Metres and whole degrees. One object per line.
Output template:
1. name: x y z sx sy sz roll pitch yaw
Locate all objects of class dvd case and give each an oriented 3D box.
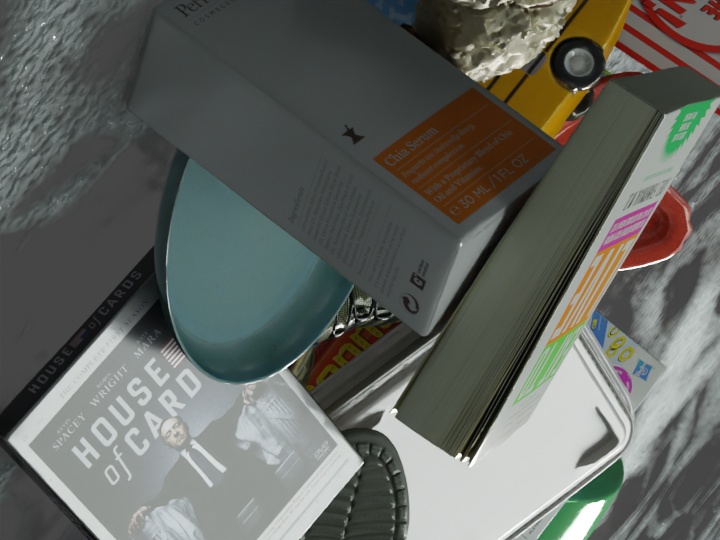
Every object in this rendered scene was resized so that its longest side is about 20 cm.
1. dvd case: -0.099 0.099 1.683 0.150 0.025 0.200 -49 127 -15

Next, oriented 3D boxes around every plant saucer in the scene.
1. plant saucer: -0.052 -0.037 1.631 0.200 0.027 0.200 -34 134 -45

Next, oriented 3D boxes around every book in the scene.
1. book: 0.103 -0.008 1.484 0.200 0.048 0.134 -60 165 17

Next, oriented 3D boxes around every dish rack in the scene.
1. dish rack: 0.072 0.102 1.874 0.200 0.044 0.172 -36 117 -6

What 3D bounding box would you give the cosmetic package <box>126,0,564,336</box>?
1. cosmetic package: -0.006 -0.069 1.483 0.101 0.200 0.071 -38 157 -41

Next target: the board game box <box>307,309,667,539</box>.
1. board game box: 0.061 0.079 1.951 0.200 0.196 0.056 -52 -173 -4

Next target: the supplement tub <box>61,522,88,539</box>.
1. supplement tub: -0.129 0.226 1.839 0.144 0.144 0.200 -36 156 -43

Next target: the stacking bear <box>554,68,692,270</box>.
1. stacking bear: 0.117 -0.090 1.829 0.114 0.200 0.122 -15 116 -3

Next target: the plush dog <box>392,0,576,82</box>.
1. plush dog: 0.081 -0.175 1.574 0.200 0.160 0.172 -42 160 -34

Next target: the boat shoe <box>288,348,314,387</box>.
1. boat shoe: -0.079 0.062 1.790 0.063 0.073 0.200 -65 171 19

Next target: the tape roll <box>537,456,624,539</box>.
1. tape roll: 0.086 0.114 2.083 0.048 0.200 0.200 -60 161 22

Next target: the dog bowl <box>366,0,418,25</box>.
1. dog bowl: 0.030 -0.120 1.738 0.111 0.050 0.200 -35 155 -45

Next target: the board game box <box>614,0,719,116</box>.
1. board game box: 0.190 -0.195 1.743 0.152 0.200 0.046 -58 172 16

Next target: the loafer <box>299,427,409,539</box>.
1. loafer: -0.018 0.184 1.833 0.070 0.075 0.200 -118 -145 -67

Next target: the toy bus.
1. toy bus: 0.077 -0.092 1.676 0.200 0.078 0.065 -52 173 -13

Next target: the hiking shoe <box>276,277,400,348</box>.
1. hiking shoe: 0.000 0.000 1.786 0.101 0.076 0.200 -13 -176 19
